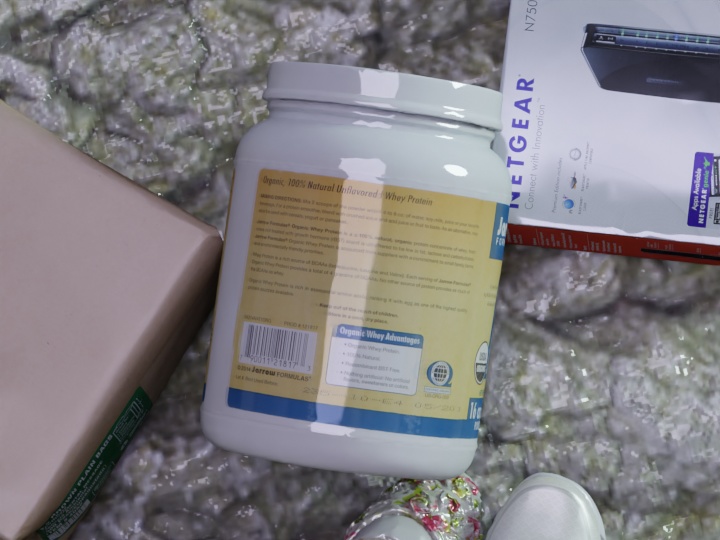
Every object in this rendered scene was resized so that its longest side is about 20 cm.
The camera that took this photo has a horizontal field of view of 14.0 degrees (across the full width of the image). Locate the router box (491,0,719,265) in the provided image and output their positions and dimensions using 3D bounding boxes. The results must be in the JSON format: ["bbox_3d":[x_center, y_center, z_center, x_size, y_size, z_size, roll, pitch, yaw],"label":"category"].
[{"bbox_3d":[0.167,-0.106,1.578,0.179,0.049,0.200,5,78,7],"label":"router box"}]

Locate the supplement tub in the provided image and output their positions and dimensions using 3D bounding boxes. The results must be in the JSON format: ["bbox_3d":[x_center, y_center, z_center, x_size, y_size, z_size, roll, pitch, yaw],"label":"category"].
[{"bbox_3d":[0.000,0.000,1.506,0.145,0.145,0.200,8,91,8],"label":"supplement tub"}]

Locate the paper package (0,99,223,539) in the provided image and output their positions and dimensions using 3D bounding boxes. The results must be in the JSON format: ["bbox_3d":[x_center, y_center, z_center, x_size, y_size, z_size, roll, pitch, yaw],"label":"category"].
[{"bbox_3d":[-0.194,0.024,1.559,0.191,0.103,0.200,31,81,12],"label":"paper package"}]

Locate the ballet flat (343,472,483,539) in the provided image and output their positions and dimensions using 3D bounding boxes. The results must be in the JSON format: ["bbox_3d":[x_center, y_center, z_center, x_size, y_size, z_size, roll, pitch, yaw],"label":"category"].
[{"bbox_3d":[-0.003,0.184,1.522,0.076,0.064,0.200,34,82,13],"label":"ballet flat"}]

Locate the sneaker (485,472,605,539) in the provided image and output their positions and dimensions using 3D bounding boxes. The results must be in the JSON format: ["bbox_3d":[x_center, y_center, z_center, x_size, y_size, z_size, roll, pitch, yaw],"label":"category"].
[{"bbox_3d":[0.079,0.199,1.503,0.075,0.081,0.200,13,78,10],"label":"sneaker"}]
